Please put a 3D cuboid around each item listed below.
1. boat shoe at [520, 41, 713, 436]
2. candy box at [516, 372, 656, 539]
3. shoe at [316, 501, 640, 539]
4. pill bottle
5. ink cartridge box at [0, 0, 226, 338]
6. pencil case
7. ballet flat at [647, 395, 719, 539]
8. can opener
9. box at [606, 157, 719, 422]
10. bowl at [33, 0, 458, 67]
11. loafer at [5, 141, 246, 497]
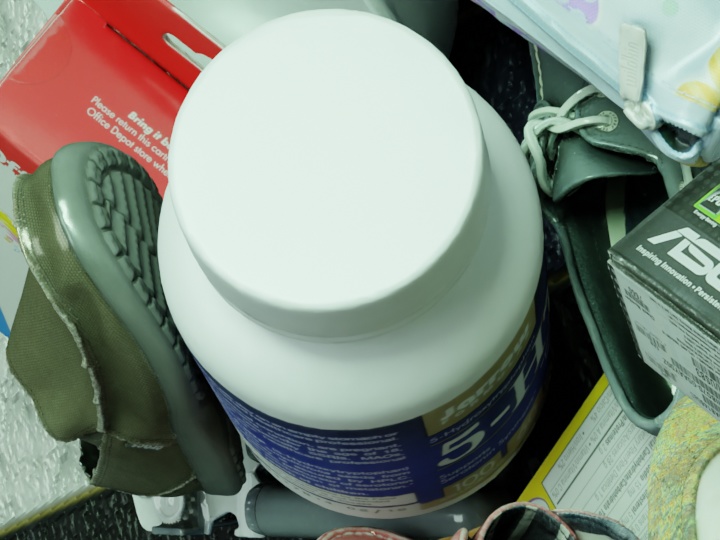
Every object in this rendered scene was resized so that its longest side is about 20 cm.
[{"bbox_3d":[0.086,-0.038,0.751,0.073,0.061,0.201,-37,64,48],"label":"boat shoe"},{"bbox_3d":[0.075,0.130,0.811,0.103,0.026,0.201,58,135,31],"label":"candy box"},{"bbox_3d":[0.040,0.108,0.760,0.200,0.071,0.092,34,129,52],"label":"shoe"},{"bbox_3d":[0.000,0.000,0.746,0.200,0.119,0.120,71,180,-71],"label":"pill bottle"},{"bbox_3d":[-0.097,-0.026,0.911,0.116,0.067,0.200,38,153,-4],"label":"ink cartridge box"},{"bbox_3d":[0.048,-0.114,0.709,0.199,0.091,0.083,36,167,10],"label":"pencil case"},{"bbox_3d":[0.115,0.100,0.621,0.071,0.070,0.201,-49,30,43],"label":"ballet flat"},{"bbox_3d":[-0.017,0.076,0.910,0.199,0.066,0.053,-4,88,45],"label":"can opener"},{"bbox_3d":[0.188,-0.003,0.529,0.200,0.193,0.048,40,161,43],"label":"box"},{"bbox_3d":[-0.038,-0.126,0.853,0.200,0.091,0.202,30,155,16],"label":"bowl"},{"bbox_3d":[-0.088,0.030,0.807,0.200,0.069,0.076,74,-177,-57],"label":"loafer"}]
